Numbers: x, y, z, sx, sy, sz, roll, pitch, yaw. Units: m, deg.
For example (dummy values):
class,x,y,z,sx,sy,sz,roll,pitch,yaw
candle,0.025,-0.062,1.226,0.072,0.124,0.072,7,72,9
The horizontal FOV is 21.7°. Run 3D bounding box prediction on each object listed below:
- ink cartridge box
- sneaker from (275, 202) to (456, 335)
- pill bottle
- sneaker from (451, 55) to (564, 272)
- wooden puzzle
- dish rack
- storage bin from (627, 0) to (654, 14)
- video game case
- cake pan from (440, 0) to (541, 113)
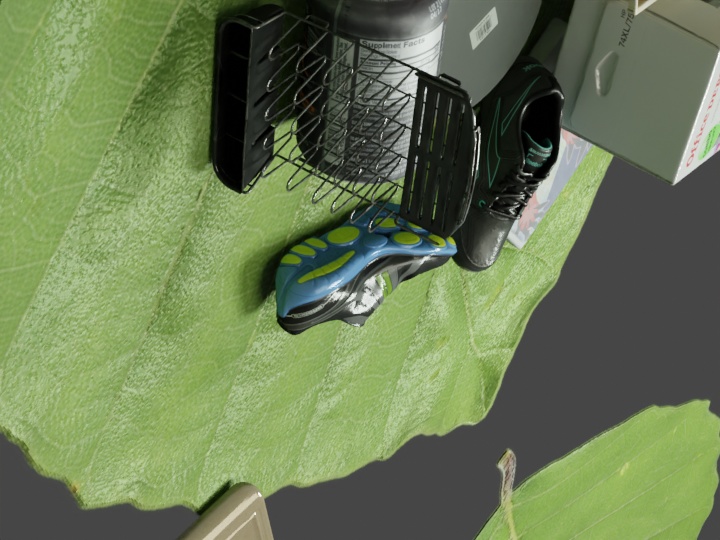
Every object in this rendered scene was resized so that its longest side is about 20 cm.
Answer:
class,x,y,z,sx,sy,sz,roll,pitch,yaw
ink cartridge box,0.288,-0.200,1.710,0.200,0.146,0.147,-34,146,-46
sneaker,0.000,0.000,1.620,0.199,0.071,0.083,-23,144,-39
pill bottle,0.010,-0.171,1.399,0.106,0.106,0.200,-34,145,-36
sneaker,0.128,-0.090,1.674,0.075,0.079,0.201,8,105,-29
wooden puzzle,-0.151,0.306,1.744,0.185,0.037,0.200,-43,146,-23
dish rack,-0.010,-0.098,1.353,0.055,0.200,0.154,-45,153,-40
storage bin,0.254,-0.354,1.569,0.200,0.094,0.199,-36,138,-35
video game case,0.169,-0.126,1.796,0.183,0.023,0.200,-55,153,-1
cake pan,0.087,-0.210,1.557,0.200,0.037,0.201,-39,149,-30
